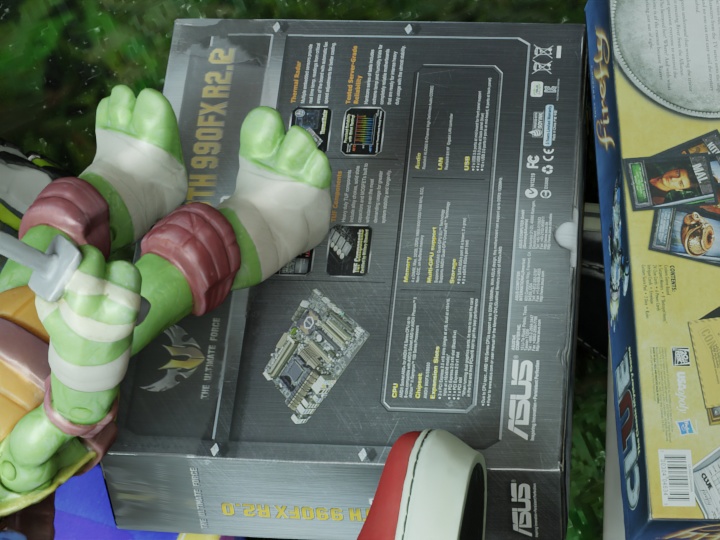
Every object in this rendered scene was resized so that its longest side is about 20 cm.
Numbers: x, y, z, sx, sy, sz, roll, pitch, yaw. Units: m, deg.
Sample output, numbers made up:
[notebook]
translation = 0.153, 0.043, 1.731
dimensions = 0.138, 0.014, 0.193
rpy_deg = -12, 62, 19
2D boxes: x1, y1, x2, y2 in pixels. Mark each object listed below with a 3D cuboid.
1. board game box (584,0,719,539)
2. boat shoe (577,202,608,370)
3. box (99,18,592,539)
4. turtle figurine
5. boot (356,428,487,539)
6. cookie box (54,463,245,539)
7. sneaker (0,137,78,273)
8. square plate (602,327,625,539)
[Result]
[board game box]
translation = 0.151, -0.005, 0.984
dimensions = 0.134, 0.035, 0.201
rpy_deg = 2, 67, -9
[boat shoe]
translation = 0.128, 0.033, 1.085
dimensions = 0.199, 0.075, 0.063
rpy_deg = 26, 64, -2
[box]
translation = 0.000, 0.000, 1.026
dimensions = 0.157, 0.048, 0.201
rpy_deg = 1, 52, 7
[turtle figurine]
translation = -0.109, -0.011, 0.910
dimensions = 0.201, 0.144, 0.194
rpy_deg = 54, 49, -6
[boot]
translation = -0.043, 0.135, 0.933
dimensions = 0.143, 0.072, 0.201
rpy_deg = 17, 91, 15
[cookie box]
translation = -0.158, 0.138, 1.041
dimensions = 0.199, 0.075, 0.172
rpy_deg = 20, 78, 17
[sneaker]
translation = -0.163, -0.011, 1.038
dimensions = 0.074, 0.200, 0.081
rpy_deg = 23, 95, 30
[square plate]
translation = 0.184, 0.039, 1.049
dimensions = 0.199, 0.028, 0.200
rpy_deg = 8, 70, -15
